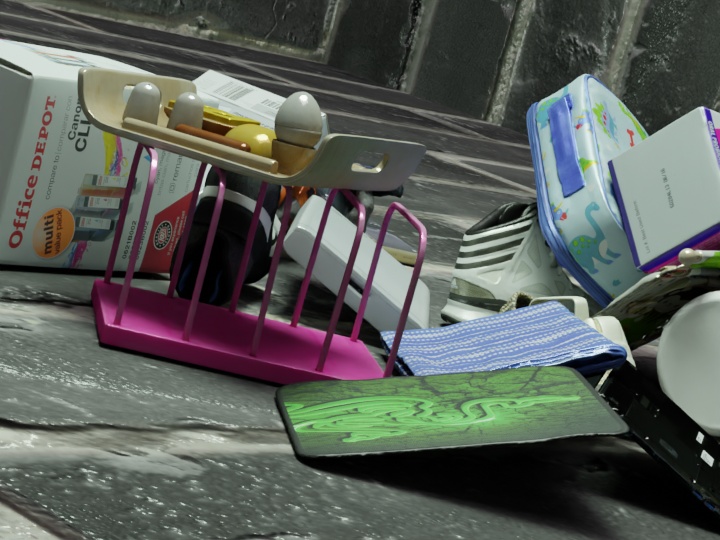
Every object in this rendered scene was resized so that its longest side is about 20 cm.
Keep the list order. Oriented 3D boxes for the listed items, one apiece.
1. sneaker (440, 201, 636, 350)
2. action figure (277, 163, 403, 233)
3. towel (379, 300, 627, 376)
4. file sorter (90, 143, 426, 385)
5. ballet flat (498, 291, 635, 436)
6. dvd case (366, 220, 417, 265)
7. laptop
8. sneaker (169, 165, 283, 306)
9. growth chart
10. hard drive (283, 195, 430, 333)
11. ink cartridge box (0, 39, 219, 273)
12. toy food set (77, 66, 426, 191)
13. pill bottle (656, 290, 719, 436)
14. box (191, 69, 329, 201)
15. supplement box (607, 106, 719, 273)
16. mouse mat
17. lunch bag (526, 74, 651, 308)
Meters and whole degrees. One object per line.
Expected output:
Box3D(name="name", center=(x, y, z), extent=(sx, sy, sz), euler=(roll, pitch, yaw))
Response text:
Box3D(name="sneaker", center=(0.168, 0.004, 1.776), extent=(0.199, 0.116, 0.076), euler=(10, 4, -31))
Box3D(name="action figure", center=(-0.073, -0.057, 1.894), extent=(0.199, 0.105, 0.193), euler=(8, -5, 41))
Box3D(name="towel", center=(0.096, 0.053, 1.475), extent=(0.144, 0.024, 0.200), euler=(-12, 11, -7))
Box3D(name="file sorter", center=(-0.068, -0.004, 1.416), extent=(0.199, 0.126, 0.139), euler=(13, 9, -13))
Box3D(name="ballet flat", center=(0.160, 0.059, 1.581), extent=(0.068, 0.076, 0.200), euler=(14, 9, -30))
Box3D(name="dvd case", center=(-0.054, -0.047, 2.041), extent=(0.199, 0.016, 0.149), euler=(11, 10, -23))
Box3D(name="laptop", center=(0.155, 0.122, 1.404), extent=(0.200, 0.103, 0.177), euler=(43, 13, 5))
Box3D(name="sneaker", center=(-0.108, -0.012, 1.582), extent=(0.073, 0.112, 0.200), euler=(23, -24, 6))
Box3D(name="growth chart", center=(0.237, 0.032, 1.675), extent=(0.144, 0.200, 0.018), euler=(-2, 62, -43))
Box3D(name="hard drive", center=(0.000, 0.000, 1.674), extent=(0.132, 0.027, 0.200), euler=(40, 8, -4))
Box3D(name="ink cartridge box", center=(-0.236, -0.088, 1.572), extent=(0.144, 0.146, 0.199), euler=(23, 12, 38))
Box3D(name="toy food set", center=(-0.073, -0.102, 1.414), extent=(0.199, 0.061, 0.143), euler=(19, 9, 26))
Box3D(name="pill bottle", center=(0.321, 0.070, 1.670), extent=(0.112, 0.113, 0.200), euler=(20, 10, 28))
Box3D(name="box", center=(-0.148, -0.095, 1.780), extent=(0.155, 0.041, 0.200), euler=(23, 44, 40))
Box3D(name="supplement box", center=(0.309, -0.046, 1.704), extent=(0.103, 0.102, 0.199), euler=(-31, -30, 34))
Box3D(name="mouse mat", center=(0.052, 0.085, 1.280), extent=(0.199, 0.008, 0.161), euler=(-5, 13, -7))
Box3D(name="lunch bag", center=(0.210, -0.060, 1.770), extent=(0.161, 0.082, 0.201), euler=(41, 30, -36))
